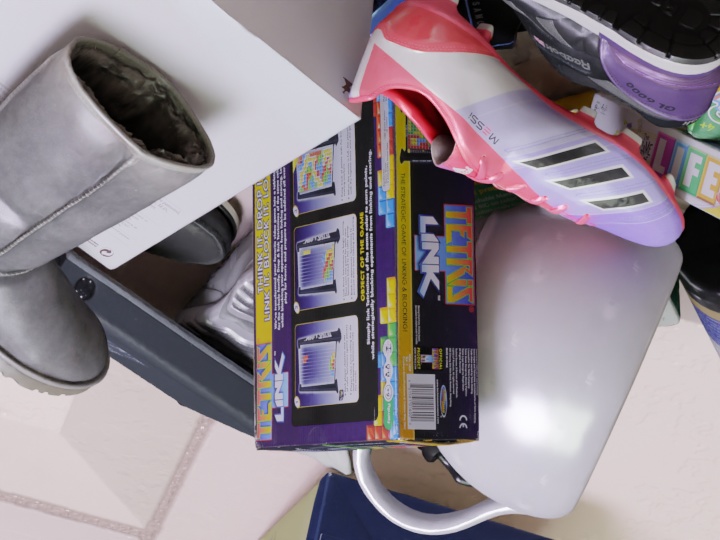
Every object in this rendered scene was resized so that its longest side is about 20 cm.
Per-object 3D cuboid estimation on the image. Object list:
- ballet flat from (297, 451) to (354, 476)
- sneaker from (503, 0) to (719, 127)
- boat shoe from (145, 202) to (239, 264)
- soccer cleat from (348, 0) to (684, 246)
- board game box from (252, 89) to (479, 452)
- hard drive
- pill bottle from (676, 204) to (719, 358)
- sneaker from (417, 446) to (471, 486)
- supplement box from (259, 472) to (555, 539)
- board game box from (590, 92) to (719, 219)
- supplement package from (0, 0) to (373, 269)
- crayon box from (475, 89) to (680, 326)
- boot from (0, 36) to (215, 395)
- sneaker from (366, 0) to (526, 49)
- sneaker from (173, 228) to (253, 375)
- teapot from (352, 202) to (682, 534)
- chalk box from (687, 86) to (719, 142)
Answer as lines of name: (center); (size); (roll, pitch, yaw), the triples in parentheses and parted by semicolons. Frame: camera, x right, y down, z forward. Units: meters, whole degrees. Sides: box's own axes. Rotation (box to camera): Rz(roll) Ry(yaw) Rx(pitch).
ballet flat: (-0.029, 0.071, 1.555); (0.069, 0.070, 0.201); (2, 143, 5)
sneaker: (0.096, -0.139, 1.188); (0.200, 0.076, 0.088); (37, 153, 16)
boat shoe: (-0.171, -0.043, 1.443); (0.200, 0.063, 0.074); (22, 135, -19)
soccer cleat: (0.083, -0.065, 1.224); (0.200, 0.077, 0.067); (38, 165, -15)
board game box: (0.000, 0.000, 1.302); (0.056, 0.201, 0.165); (3, 174, -29)
hard drive: (-0.147, 0.042, 1.501); (0.200, 0.033, 0.139); (37, 169, -30)
pill bottle: (0.274, 0.035, 1.431); (0.111, 0.112, 0.200); (-13, 136, 22)
sneaker: (0.054, 0.068, 1.506); (0.069, 0.100, 0.200); (-12, 136, 18)
supplement box: (0.025, 0.262, 1.676); (0.199, 0.135, 0.200); (18, 153, -13)
board game box: (0.230, -0.047, 1.267); (0.134, 0.200, 0.034); (7, 105, -31)
supplement package: (-0.127, -0.141, 1.255); (0.199, 0.148, 0.191); (-29, 129, 34)
crayon box: (0.108, -0.034, 1.418); (0.125, 0.052, 0.200); (-13, 136, 19)
boot: (-0.149, -0.025, 1.239); (0.200, 0.073, 0.182); (-32, 128, 30)
sneaker: (0.045, -0.144, 1.288); (0.078, 0.070, 0.200); (40, 129, -23)
sneaker: (-0.057, 0.013, 1.481); (0.075, 0.082, 0.200); (34, 154, -14)
teapot: (0.087, 0.040, 1.339); (0.145, 0.201, 0.198); (23, 155, 5)
chalk box: (0.243, -0.139, 1.224); (0.124, 0.124, 0.201); (8, 139, -1)
